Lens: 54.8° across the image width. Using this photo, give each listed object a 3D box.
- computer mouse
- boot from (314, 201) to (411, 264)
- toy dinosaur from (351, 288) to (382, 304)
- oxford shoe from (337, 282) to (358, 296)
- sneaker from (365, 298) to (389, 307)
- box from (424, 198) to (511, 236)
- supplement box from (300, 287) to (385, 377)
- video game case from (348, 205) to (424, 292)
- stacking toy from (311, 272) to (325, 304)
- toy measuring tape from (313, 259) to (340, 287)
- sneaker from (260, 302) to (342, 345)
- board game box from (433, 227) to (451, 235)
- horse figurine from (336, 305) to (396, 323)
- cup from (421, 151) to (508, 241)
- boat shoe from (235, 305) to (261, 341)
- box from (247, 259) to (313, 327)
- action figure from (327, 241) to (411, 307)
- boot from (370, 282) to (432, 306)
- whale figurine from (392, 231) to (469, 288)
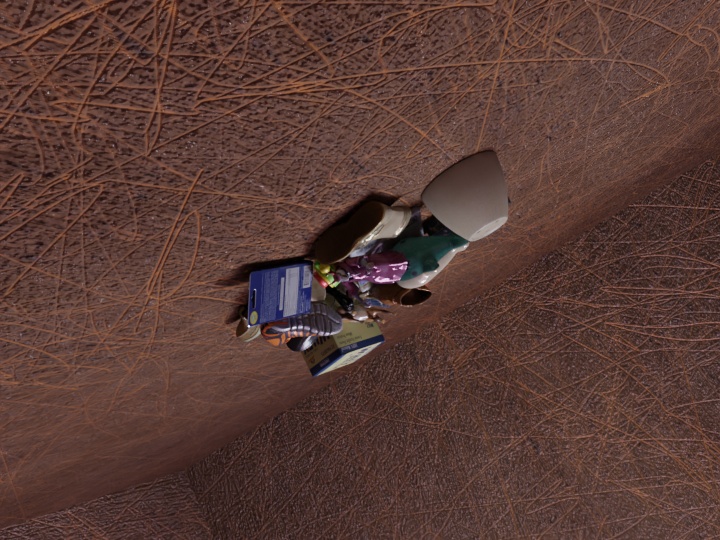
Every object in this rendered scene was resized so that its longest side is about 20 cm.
[{"bbox_3d":[-0.127,0.099,1.741,0.199,0.140,0.046,-39,149,-13],"label":"computer mouse"},{"bbox_3d":[0.007,-0.081,1.516,0.199,0.073,0.155,-39,165,27],"label":"boot"},{"bbox_3d":[0.034,0.059,1.856,0.100,0.059,0.199,-18,170,30],"label":"toy dinosaur"},{"bbox_3d":[0.000,0.000,1.773,0.070,0.074,0.200,-18,162,-34],"label":"oxford shoe"},{"bbox_3d":[0.052,0.044,1.986,0.076,0.086,0.200,9,158,10],"label":"sneaker"},{"bbox_3d":[0.287,-0.150,1.855,0.199,0.051,0.157,-36,165,28],"label":"box"},{"bbox_3d":[-0.073,0.154,1.914,0.134,0.201,0.199,-38,163,36],"label":"supplement box"},{"bbox_3d":[0.068,-0.049,1.696,0.199,0.022,0.183,-31,146,-9],"label":"video game case"},{"bbox_3d":[-0.179,0.080,1.719,0.199,0.086,0.085,-31,167,34],"label":"stacking toy"},{"bbox_3d":[-0.070,0.006,1.609,0.073,0.074,0.200,-28,175,0],"label":"toy measuring tape"},{"bbox_3d":[-0.147,0.131,1.657,0.198,0.079,0.112,7,152,-26],"label":"sneaker"},{"bbox_3d":[0.243,-0.085,1.828,0.199,0.035,0.135,-33,163,25],"label":"board game box"},{"bbox_3d":[-0.003,0.119,1.827,0.198,0.051,0.132,1,-178,-33],"label":"horse figurine"},{"bbox_3d":[0.258,-0.154,1.591,0.198,0.144,0.200,-26,167,-7],"label":"cup"},{"bbox_3d":[-0.262,0.107,1.686,0.075,0.072,0.200,11,139,-37],"label":"boat shoe"},{"bbox_3d":[-0.181,0.047,1.515,0.032,0.123,0.199,13,-166,34],"label":"box"},{"bbox_3d":[0.007,-0.011,1.539,0.198,0.150,0.135,-7,137,-32],"label":"action figure"},{"bbox_3d":[0.138,0.040,1.733,0.198,0.075,0.154,-27,-163,-22],"label":"boot"},{"bbox_3d":[0.155,-0.045,1.643,0.198,0.104,0.159,-30,-159,9],"label":"whale figurine"}]
